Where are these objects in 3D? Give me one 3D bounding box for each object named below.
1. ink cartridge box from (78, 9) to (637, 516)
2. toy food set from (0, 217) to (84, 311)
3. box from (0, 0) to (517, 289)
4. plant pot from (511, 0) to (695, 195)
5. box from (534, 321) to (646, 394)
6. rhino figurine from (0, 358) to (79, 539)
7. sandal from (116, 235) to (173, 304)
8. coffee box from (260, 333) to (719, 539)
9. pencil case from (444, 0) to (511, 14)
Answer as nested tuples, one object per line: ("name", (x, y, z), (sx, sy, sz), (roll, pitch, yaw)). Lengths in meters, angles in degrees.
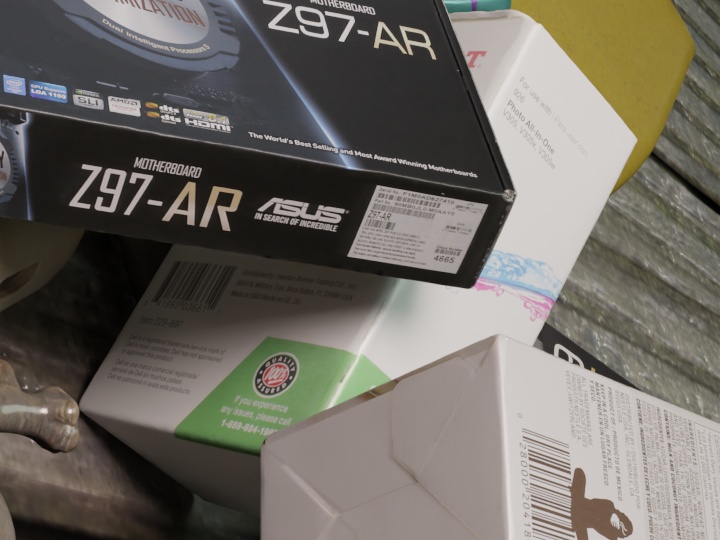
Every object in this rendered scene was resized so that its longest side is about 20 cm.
("ink cartridge box", (0.000, 0.000, 0.777), (0.087, 0.145, 0.201), (41, 67, -36))
("toy food set", (-0.181, -0.071, 0.690), (0.201, 0.060, 0.144), (59, 13, -3))
("box", (-0.058, -0.073, 0.675), (0.199, 0.044, 0.161), (10, 37, -20))
("plant pot", (0.051, -0.107, 1.075), (0.196, 0.193, 0.201), (53, 34, -25))
("box", (0.091, 0.119, 0.837), (0.157, 0.050, 0.201), (35, 35, -19))
("rhino figurine", (-0.124, 0.116, 0.606), (0.087, 0.060, 0.201), (3, 62, -43))
("sandal", (-0.090, -0.049, 0.828), (0.055, 0.081, 0.201), (169, -100, -78))
("coffee box", (0.075, 0.101, 0.668), (0.199, 0.114, 0.080), (23, 55, -40))
("pencil case", (0.020, -0.054, 0.934), (0.085, 0.092, 0.201), (-61, 157, -61))
